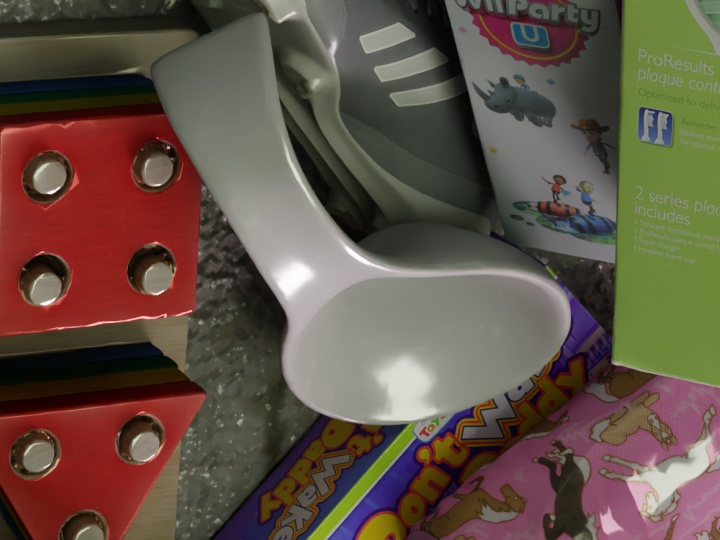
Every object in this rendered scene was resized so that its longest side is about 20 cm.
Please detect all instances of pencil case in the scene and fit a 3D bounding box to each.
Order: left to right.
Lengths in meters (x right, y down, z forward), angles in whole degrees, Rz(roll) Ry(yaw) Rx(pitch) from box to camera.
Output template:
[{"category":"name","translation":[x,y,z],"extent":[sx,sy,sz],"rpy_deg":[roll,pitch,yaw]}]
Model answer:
[{"category":"pencil case","translation":[0.109,0.071,0.896],"extent":[0.200,0.083,0.087],"rpy_deg":[-35,91,-14]}]

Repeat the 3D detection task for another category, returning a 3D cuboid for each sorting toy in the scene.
[{"category":"sorting toy","translation":[-0.138,0.028,0.798],"extent":[0.199,0.070,0.200],"rpy_deg":[-6,112,-28]}]

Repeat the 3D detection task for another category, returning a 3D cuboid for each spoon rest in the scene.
[{"category":"spoon rest","translation":[0.000,0.000,0.805],"extent":[0.099,0.061,0.200],"rpy_deg":[-24,141,16]}]

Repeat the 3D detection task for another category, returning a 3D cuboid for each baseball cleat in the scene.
[{"category":"baseball cleat","translation":[0.006,-0.082,0.836],"extent":[0.107,0.070,0.200],"rpy_deg":[-51,143,-16]}]

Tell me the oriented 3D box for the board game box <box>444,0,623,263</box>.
[{"category":"board game box","translation":[0.085,-0.122,0.807],"extent":[0.148,0.064,0.200],"rpy_deg":[-60,148,-32]}]

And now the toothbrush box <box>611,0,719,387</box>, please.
[{"category":"toothbrush box","translation":[0.144,-0.080,0.774],"extent":[0.146,0.086,0.201],"rpy_deg":[-44,140,-51]}]

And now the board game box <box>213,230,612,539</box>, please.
[{"category":"board game box","translation":[0.030,0.105,0.939],"extent":[0.200,0.045,0.134],"rpy_deg":[-49,124,-5]}]
